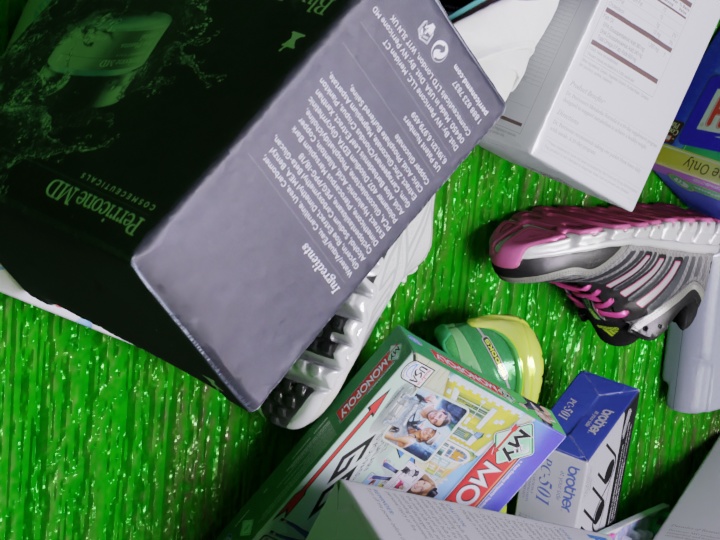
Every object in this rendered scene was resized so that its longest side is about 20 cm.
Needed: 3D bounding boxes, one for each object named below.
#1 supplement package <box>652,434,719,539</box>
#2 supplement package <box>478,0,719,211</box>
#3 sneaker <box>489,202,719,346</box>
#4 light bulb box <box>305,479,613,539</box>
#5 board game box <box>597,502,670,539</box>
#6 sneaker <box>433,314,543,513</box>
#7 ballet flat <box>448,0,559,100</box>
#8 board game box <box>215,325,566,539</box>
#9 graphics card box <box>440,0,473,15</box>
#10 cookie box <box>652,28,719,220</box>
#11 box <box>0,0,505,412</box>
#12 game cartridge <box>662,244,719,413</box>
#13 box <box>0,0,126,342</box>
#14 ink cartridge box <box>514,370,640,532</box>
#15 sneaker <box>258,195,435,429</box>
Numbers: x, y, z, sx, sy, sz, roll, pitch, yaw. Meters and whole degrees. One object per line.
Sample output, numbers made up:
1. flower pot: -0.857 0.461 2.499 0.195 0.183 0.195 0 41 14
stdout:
1. supplement package: 0.267 0.210 1.720 0.200 0.119 0.122 -44 139 -59
2. supplement package: 0.133 -0.156 1.505 0.109 0.113 0.201 24 91 -47
3. sneaker: 0.156 0.007 1.621 0.199 0.073 0.088 -4 104 -46
4. light bulb box: 0.049 0.244 1.459 0.199 0.125 0.199 15 114 -32
5. board game box: 0.158 0.261 1.701 0.200 0.026 0.201 -2 111 -70
6. sneaker: 0.052 0.117 1.590 0.083 0.074 0.201 7 108 -16
7. ballet flat: 0.036 -0.097 1.405 0.199 0.069 0.070 -25 123 -21
8. board game box: 0.010 0.137 1.515 0.134 0.029 0.200 29 108 -36
9. graphics card box: 0.022 -0.219 1.424 0.125 0.051 0.201 5 105 -43
10. cookie box: 0.300 -0.116 1.635 0.075 0.171 0.201 39 80 -41
11. box: -0.074 -0.067 1.243 0.200 0.196 0.118 -51 131 -15
12. game cartridge: 0.291 0.017 1.776 0.199 0.041 0.134 -12 111 -39
13. box: -0.121 -0.045 1.374 0.199 0.041 0.157 26 89 -44
14. ink cartridge box: 0.128 0.174 1.640 0.094 0.044 0.201 -45 149 -52
15. sneaker: 0.000 0.000 1.485 0.081 0.075 0.201 20 94 -53
